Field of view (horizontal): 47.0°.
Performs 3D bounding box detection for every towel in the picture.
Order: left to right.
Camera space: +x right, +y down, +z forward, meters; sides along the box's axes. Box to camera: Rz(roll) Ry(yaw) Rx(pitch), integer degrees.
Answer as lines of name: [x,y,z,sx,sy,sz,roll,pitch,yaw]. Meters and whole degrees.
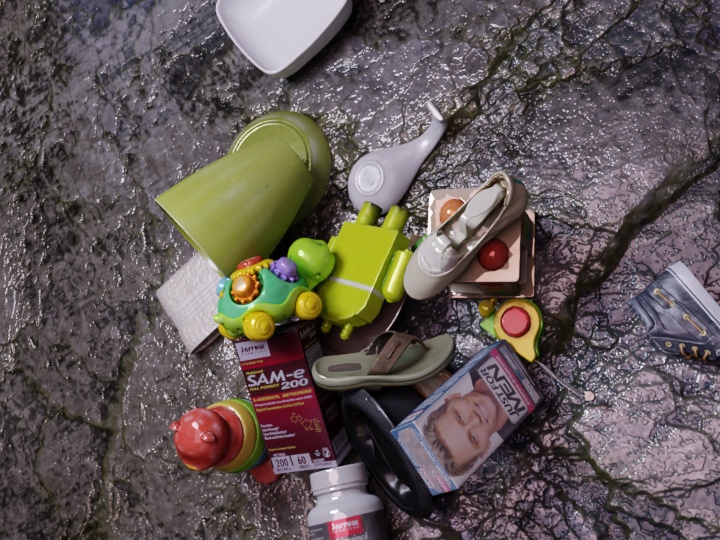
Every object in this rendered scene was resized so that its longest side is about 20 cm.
towel: [-0.232,0.023,1.338,0.199,0.034,0.133,-40,67,9]

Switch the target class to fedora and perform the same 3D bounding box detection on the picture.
fedora: [0.060,0.232,1.135,0.091,0.202,0.201,-31,66,-23]

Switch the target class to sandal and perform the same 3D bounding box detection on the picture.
sandal: [0.032,0.114,1.104,0.197,0.080,0.058,-9,113,-3]

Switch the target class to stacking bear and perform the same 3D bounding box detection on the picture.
stacking bear: [-0.194,0.241,1.188,0.120,0.200,0.115,19,86,23]

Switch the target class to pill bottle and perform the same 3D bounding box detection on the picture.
pill bottle: [-0.013,0.375,1.140,0.109,0.111,0.203,-17,74,17]

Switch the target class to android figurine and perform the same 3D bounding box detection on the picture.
android figurine: [0.000,0.000,1.179,0.181,0.041,0.203,11,75,48]

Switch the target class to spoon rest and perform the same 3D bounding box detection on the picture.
spoon rest: [0.059,-0.166,1.258,0.200,0.060,0.100,-43,66,23]

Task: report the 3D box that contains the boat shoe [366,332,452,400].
boat shoe: [0.088,0.143,1.175,0.066,0.074,0.200,-39,59,-15]

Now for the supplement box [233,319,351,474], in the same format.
supplement box: [-0.095,0.179,1.174,0.107,0.061,0.203,-13,99,24]

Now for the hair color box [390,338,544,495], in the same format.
hair color box: [0.142,0.185,1.066,0.101,0.199,0.060,55,144,1]

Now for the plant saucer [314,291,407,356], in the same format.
plant saucer: [-0.002,0.038,1.214,0.198,0.032,0.203,-22,53,33]

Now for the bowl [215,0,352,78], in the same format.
bowl: [-0.118,-0.426,1.361,0.200,0.075,0.201,-42,68,8]

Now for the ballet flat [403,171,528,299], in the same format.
ballet flat: [0.122,-0.045,1.026,0.200,0.069,0.070,-45,68,7]

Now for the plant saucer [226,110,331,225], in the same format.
plant saucer: [-0.143,-0.168,1.343,0.197,0.031,0.204,-5,78,21]

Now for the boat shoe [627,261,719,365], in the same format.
boat shoe: [0.431,0.091,1.051,0.091,0.071,0.201,-39,62,11]

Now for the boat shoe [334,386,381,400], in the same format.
boat shoe: [-0.062,0.162,1.231,0.198,0.074,0.064,10,116,14]

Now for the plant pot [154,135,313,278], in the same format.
plant pot: [-0.171,-0.101,1.242,0.200,0.188,0.187,-43,67,-9]

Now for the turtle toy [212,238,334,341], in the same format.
turtle toy: [-0.118,0.025,1.147,0.145,0.198,0.103,-7,105,61]

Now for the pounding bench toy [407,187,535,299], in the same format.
pounding bench toy: [0.132,-0.035,1.141,0.197,0.156,0.127,-1,79,21]

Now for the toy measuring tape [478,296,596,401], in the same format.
toy measuring tape: [0.246,0.093,1.120,0.199,0.073,0.074,36,93,23]
